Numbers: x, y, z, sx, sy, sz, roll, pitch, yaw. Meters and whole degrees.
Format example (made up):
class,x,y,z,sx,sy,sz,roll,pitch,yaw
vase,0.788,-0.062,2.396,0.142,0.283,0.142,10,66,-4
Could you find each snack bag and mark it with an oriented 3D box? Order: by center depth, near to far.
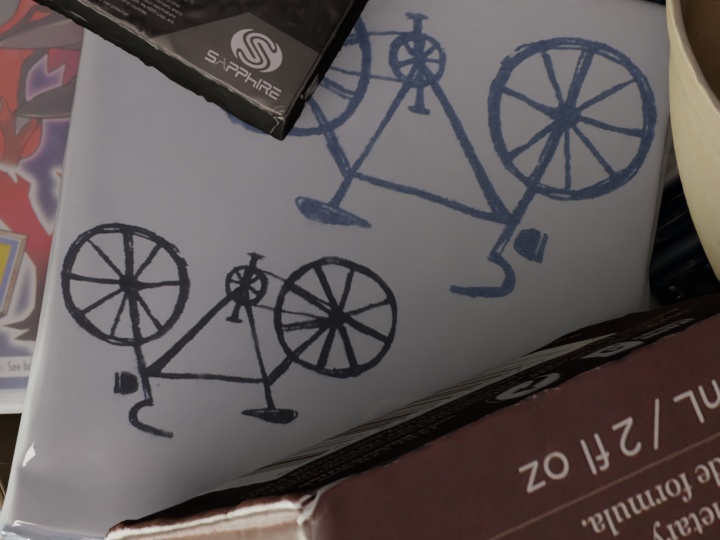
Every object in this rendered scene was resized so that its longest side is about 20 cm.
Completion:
class,x,y,z,sx,sy,sz,roll,pitch,yaw
snack bag,0.000,0.000,0.882,0.188,0.021,0.201,10,82,-12

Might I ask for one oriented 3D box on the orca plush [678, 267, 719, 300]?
class,x,y,z,sx,sy,sz,roll,pitch,yaw
orca plush,0.084,0.051,0.928,0.200,0.071,0.105,24,112,3

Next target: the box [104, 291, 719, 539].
class,x,y,z,sx,sy,sz,roll,pitch,yaw
box,0.060,0.125,0.779,0.166,0.164,0.201,-23,91,-23

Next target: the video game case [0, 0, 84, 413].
class,x,y,z,sx,sy,sz,roll,pitch,yaw
video game case,-0.130,-0.048,0.877,0.199,0.023,0.183,-1,81,-16

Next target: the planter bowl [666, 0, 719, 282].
class,x,y,z,sx,sy,sz,roll,pitch,yaw
planter bowl,0.177,-0.025,0.834,0.200,0.201,0.135,12,138,7

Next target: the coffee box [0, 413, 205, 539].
class,x,y,z,sx,sy,sz,roll,pitch,yaw
coffee box,-0.065,0.132,0.948,0.114,0.080,0.201,-6,119,-18

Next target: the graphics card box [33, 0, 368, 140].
class,x,y,z,sx,sy,sz,roll,pitch,yaw
graphics card box,-0.025,-0.153,0.847,0.125,0.051,0.200,29,83,-1
